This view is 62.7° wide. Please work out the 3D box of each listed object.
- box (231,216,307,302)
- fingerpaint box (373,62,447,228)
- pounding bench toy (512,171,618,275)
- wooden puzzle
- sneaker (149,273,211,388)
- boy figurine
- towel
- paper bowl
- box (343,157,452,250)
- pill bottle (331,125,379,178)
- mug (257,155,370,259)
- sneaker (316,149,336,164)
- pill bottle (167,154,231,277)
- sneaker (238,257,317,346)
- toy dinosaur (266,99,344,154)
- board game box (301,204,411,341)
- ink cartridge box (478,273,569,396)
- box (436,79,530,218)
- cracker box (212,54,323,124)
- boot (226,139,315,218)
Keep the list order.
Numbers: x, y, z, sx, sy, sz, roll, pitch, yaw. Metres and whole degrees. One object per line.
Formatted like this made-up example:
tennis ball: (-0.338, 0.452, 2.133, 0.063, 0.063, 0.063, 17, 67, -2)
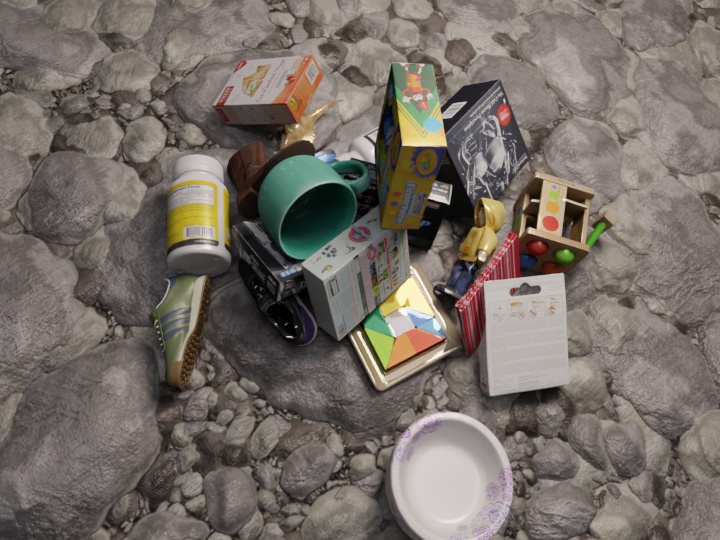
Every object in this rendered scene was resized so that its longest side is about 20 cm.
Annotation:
box: (-0.110, -0.044, 1.068, 0.197, 0.050, 0.158, -22, 55, -35)
fingerpaint box: (0.071, -0.194, 0.947, 0.071, 0.201, 0.171, 0, 60, -8)
pounding bench toy: (0.404, -0.068, 1.159, 0.195, 0.125, 0.159, 16, 64, -1)
wooden puzzle: (0.072, 0.096, 1.086, 0.196, 0.037, 0.188, -23, 71, -17)
sneaker: (-0.322, 0.099, 1.018, 0.087, 0.067, 0.205, 6, 65, 3)
boy figurine: (0.212, -0.039, 1.099, 0.063, 0.124, 0.204, 25, 93, -10)
towel: (0.238, 0.042, 1.084, 0.022, 0.146, 0.201, 23, 60, 35)
paper bowl: (0.136, 0.339, 0.948, 0.195, 0.105, 0.206, 3, 66, -7)
box: (0.059, -0.121, 1.114, 0.195, 0.160, 0.047, 15, 59, -1)
pill bottle: (0.043, -0.230, 1.189, 0.198, 0.112, 0.112, -31, 73, -20)
mug: (-0.085, -0.117, 1.002, 0.182, 0.155, 0.115, -12, 44, -36)
sneaker: (-0.116, -0.163, 1.166, 0.199, 0.066, 0.079, -37, 84, -20)
pill bottle: (-0.295, -0.100, 1.080, 0.111, 0.115, 0.205, -3, 66, -9)
sneaker: (-0.153, 0.043, 1.038, 0.076, 0.087, 0.200, -44, 76, 6)
toy dinosaur: (-0.131, -0.312, 1.243, 0.101, 0.058, 0.201, 43, 73, -4)
board game box: (0.000, 0.000, 1.032, 0.199, 0.150, 0.064, -38, 50, -26)
ink cartridge box: (0.288, 0.113, 1.058, 0.158, 0.050, 0.206, -5, 93, -10)
box: (0.220, -0.240, 1.172, 0.200, 0.103, 0.184, -46, 121, -23)
cracker box: (-0.188, -0.364, 1.196, 0.196, 0.058, 0.136, 7, 60, 31)
boot: (-0.175, -0.208, 1.105, 0.185, 0.064, 0.201, -38, 34, 9)
